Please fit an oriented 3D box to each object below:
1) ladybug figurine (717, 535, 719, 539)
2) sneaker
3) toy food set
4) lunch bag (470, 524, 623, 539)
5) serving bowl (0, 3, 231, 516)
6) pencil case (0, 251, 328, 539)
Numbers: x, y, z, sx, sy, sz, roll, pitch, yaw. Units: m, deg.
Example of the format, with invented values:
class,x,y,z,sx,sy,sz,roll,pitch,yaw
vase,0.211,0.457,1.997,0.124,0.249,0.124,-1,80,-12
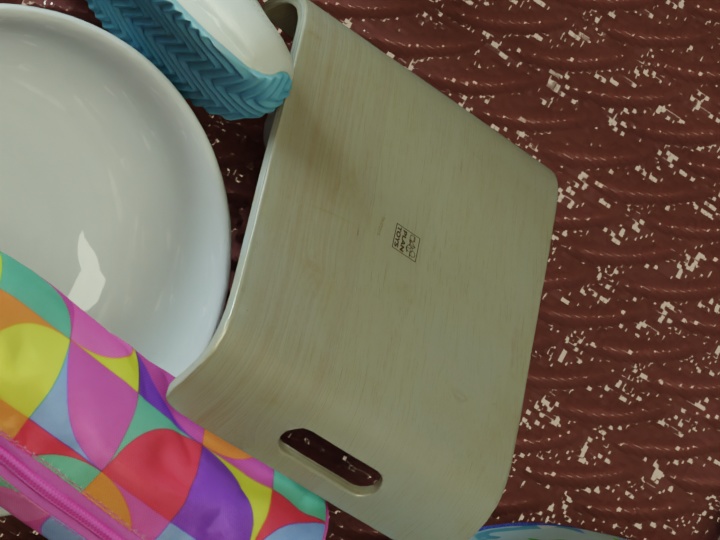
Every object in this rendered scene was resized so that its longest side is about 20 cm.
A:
class,x,y,z,sx,sy,sz,roll,pitch,yaw
ladybug figurine,0.213,0.167,1.195,0.135,0.072,0.201,10,87,-12
sneaker,-0.084,-0.146,1.081,0.081,0.077,0.200,-34,71,-19
toy food set,0.000,0.000,1.101,0.143,0.060,0.201,33,50,-27
lunch bag,0.079,0.174,1.096,0.199,0.170,0.128,-20,110,-20
serving bowl,-0.154,-0.008,1.080,0.199,0.066,0.201,-6,103,-24
pencil case,-0.105,0.068,1.035,0.200,0.088,0.089,35,78,-26
